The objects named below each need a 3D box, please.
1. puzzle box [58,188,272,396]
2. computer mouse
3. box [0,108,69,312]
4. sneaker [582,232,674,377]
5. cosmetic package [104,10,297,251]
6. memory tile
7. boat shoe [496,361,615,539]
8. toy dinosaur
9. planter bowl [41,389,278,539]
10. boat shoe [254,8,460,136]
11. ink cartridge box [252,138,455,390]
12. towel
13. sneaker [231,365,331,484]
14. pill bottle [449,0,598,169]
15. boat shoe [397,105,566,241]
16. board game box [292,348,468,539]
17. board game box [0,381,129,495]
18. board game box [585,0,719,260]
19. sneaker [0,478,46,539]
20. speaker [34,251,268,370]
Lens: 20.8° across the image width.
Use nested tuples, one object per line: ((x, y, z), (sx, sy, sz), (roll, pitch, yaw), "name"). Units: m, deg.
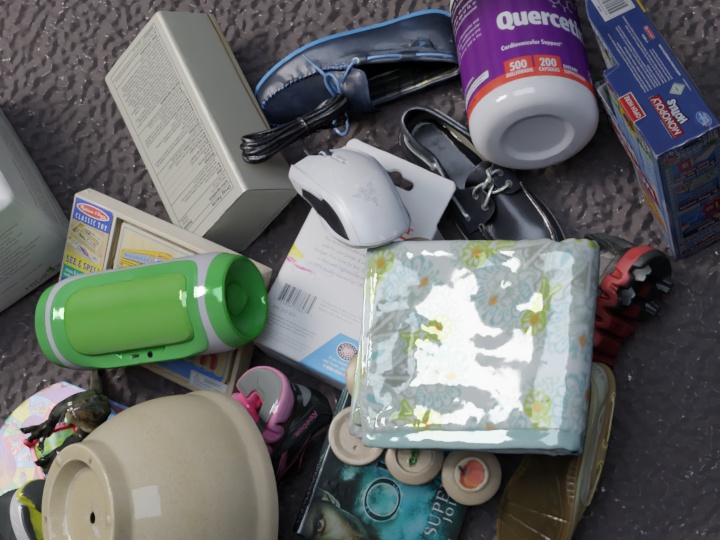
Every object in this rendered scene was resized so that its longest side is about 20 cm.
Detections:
((-0.180, 0.023, 1.751), (0.199, 0.025, 0.134), (23, 113, 20), "puzzle box")
((-0.020, -0.086, 1.653), (0.109, 0.044, 0.200), (-21, 39, -20), "computer mouse")
((-0.403, -0.059, 1.792), (0.199, 0.171, 0.200), (-35, 68, 2), "box")
((0.177, 0.054, 1.663), (0.098, 0.071, 0.201), (36, 96, 38), "sneaker")
((-0.145, -0.126, 1.777), (0.103, 0.073, 0.201), (-43, 65, 37), "cosmetic package")
((0.069, 0.082, 1.622), (0.152, 0.017, 0.201), (19, 83, 6), "memory tile")
((0.168, 0.167, 1.606), (0.074, 0.066, 0.201), (32, 119, 33), "boat shoe")
((-0.250, 0.130, 1.702), (0.088, 0.200, 0.047), (-45, 102, 0), "toy dinosaur")
((-0.177, 0.199, 1.606), (0.200, 0.134, 0.202), (-4, 85, 52), "planter bowl")
((-0.001, -0.176, 1.767), (0.199, 0.084, 0.069), (-25, 52, 9), "boat shoe")
((0.000, 0.000, 1.724), (0.115, 0.068, 0.201), (25, 82, 18), "ink cartridge box")
((0.089, 0.060, 1.563), (0.199, 0.048, 0.173), (0, 79, 23), "towel")
((-0.092, 0.175, 1.693), (0.201, 0.095, 0.079), (-55, 50, 20), "sneaker")
((0.139, -0.195, 1.711), (0.112, 0.113, 0.201), (-14, 56, 10), "pill bottle")
((0.102, -0.071, 1.721), (0.073, 0.063, 0.200), (-43, 68, -1), "boat shoe")
((0.038, 0.149, 1.653), (0.134, 0.028, 0.201), (21, 82, -11), "board game box")
((-0.255, 0.187, 1.749), (0.199, 0.039, 0.159), (20, 80, 19), "board game box")
((0.250, -0.113, 1.643), (0.061, 0.200, 0.201), (-26, 50, 1), "board game box")
((-0.267, 0.277, 1.703), (0.084, 0.074, 0.202), (-12, 95, 46), "sneaker")
((-0.181, 0.036, 1.692), (0.199, 0.088, 0.089), (-9, 71, 29), "speaker")
